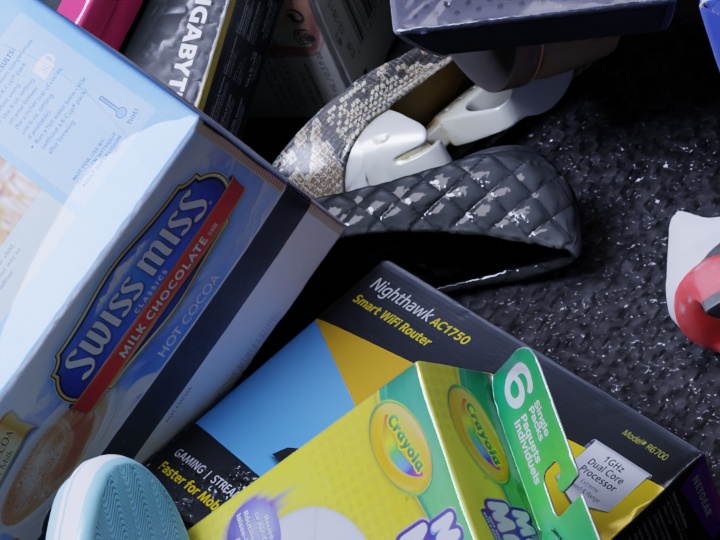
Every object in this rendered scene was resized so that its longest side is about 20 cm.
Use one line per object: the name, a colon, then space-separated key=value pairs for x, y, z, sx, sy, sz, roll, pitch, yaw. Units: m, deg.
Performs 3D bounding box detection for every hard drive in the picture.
hard drive: x=0.081 y=-0.183 z=1.237 sx=0.135 sy=0.042 sz=0.200 roll=-6 pitch=59 yaw=16

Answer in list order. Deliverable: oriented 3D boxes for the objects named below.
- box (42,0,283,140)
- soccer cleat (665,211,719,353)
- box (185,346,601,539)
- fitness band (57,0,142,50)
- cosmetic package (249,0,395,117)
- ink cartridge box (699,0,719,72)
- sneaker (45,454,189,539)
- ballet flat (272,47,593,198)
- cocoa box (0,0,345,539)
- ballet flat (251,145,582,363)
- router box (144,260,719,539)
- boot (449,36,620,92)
box: x=-0.137 y=-0.058 z=1.322 sx=0.160 sy=0.049 sz=0.200 roll=11 pitch=78 yaw=30
soccer cleat: x=0.220 y=-0.022 z=1.174 sx=0.200 sy=0.069 sz=0.085 roll=-19 pitch=37 yaw=9
box: x=0.003 y=0.119 z=1.041 sx=0.200 sy=0.048 sz=0.117 roll=-37 pitch=58 yaw=32
fitness band: x=-0.165 y=-0.141 z=1.319 sx=0.144 sy=0.037 sz=0.200 roll=19 pitch=79 yaw=32
cosmetic package: x=-0.087 y=-0.138 z=1.419 sx=0.200 sy=0.087 sz=0.103 roll=-1 pitch=48 yaw=25
ink cartridge box: x=0.176 y=-0.111 z=1.219 sx=0.044 sy=0.094 sz=0.200 roll=-16 pitch=22 yaw=12
sneaker: x=-0.127 y=0.172 z=1.065 sx=0.131 sy=0.080 sz=0.200 roll=-9 pitch=75 yaw=35
ballet flat: x=0.040 y=-0.071 z=1.303 sx=0.200 sy=0.068 sz=0.075 roll=-39 pitch=32 yaw=-21
cocoa box: x=-0.133 y=0.008 z=1.191 sx=0.133 sy=0.131 sz=0.200 roll=36 pitch=90 yaw=34
ballet flat: x=0.000 y=0.000 z=1.251 sx=0.200 sy=0.066 sz=0.057 roll=-22 pitch=46 yaw=3
router box: x=0.025 y=0.093 z=1.149 sx=0.149 sy=0.051 sz=0.200 roll=-41 pitch=43 yaw=-18
boot: x=0.051 y=-0.159 z=1.315 sx=0.075 sy=0.074 sz=0.200 roll=-13 pitch=51 yaw=-27
